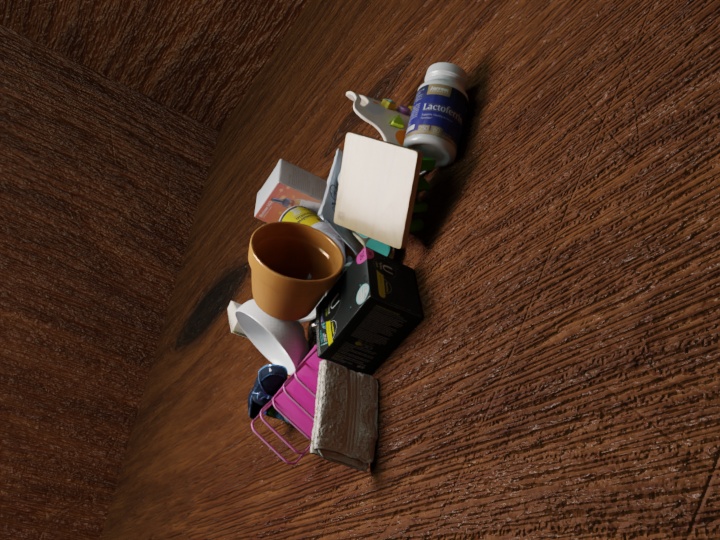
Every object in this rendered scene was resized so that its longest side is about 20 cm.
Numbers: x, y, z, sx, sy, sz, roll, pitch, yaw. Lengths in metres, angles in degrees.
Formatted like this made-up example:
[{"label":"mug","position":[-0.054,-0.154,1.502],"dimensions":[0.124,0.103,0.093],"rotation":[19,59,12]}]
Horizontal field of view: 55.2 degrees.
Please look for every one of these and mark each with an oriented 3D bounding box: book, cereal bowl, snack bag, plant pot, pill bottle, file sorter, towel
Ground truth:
[{"label":"book","position":[-0.242,0.146,1.792],"dimensions":[0.048,0.199,0.134],"rotation":[-62,24,10]},{"label":"cereal bowl","position":[-0.186,0.138,1.550],"dimensions":[0.083,0.200,0.200],"rotation":[-42,16,-22]},{"label":"snack bag","position":[-0.029,-0.157,1.648],"dimensions":[0.021,0.189,0.201],"rotation":[-6,56,32]},{"label":"plant pot","position":[-0.149,0.011,1.460],"dimensions":[0.201,0.199,0.140],"rotation":[-100,25,-51]},{"label":"pill bottle","position":[-0.129,-0.090,1.838],"dimensions":[0.200,0.112,0.112],"rotation":[35,102,45]},{"label":"file sorter","position":[-0.115,0.283,1.426],"dimensions":[0.200,0.139,0.125],"rotation":[-51,-6,31]},{"label":"towel","position":[-0.028,0.274,1.315],"dimensions":[0.034,0.132,0.201],"rotation":[-41,35,42]},{"label":"pill bottle","position":[0.166,-0.334,1.474],"dimensions":[0.116,0.115,0.201],"rotation":[-18,53,59]}]

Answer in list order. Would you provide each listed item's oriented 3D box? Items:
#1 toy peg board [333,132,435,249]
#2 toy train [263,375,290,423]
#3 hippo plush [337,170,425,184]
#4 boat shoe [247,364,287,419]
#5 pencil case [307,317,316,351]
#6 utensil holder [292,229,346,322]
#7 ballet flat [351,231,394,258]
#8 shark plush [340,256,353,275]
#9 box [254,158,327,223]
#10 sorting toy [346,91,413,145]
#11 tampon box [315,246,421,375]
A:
[{"label":"toy peg board","position":[0.058,-0.173,1.459],"dimensions":[0.199,0.098,0.201],"rotation":[24,112,39]},{"label":"toy train","position":[-0.161,0.269,1.671],"dimensions":[0.115,0.084,0.201],"rotation":[8,76,55]},{"label":"hippo plush","position":[0.037,-0.201,1.568],"dimensions":[0.200,0.160,0.160],"rotation":[-46,31,38]},{"label":"boat shoe","position":[-0.209,0.283,1.577],"dimensions":[0.200,0.084,0.069],"rotation":[115,163,-50]},{"label":"pencil case","position":[-0.080,0.191,1.565],"dimensions":[0.090,0.078,0.201],"rotation":[-50,29,35]},{"label":"utensil holder","position":[-0.132,0.005,1.660],"dimensions":[0.170,0.170,0.200],"rotation":[-54,4,26]},{"label":"ballet flat","position":[0.039,-0.063,1.568],"dimensions":[0.067,0.062,0.200],"rotation":[-40,39,6]},{"label":"shark plush","position":[0.000,0.000,1.634],"dimensions":[0.083,0.091,0.200],"rotation":[-46,4,0]},{"label":"box","position":[-0.178,-0.194,1.961],"dimensions":[0.152,0.199,0.107],"rotation":[-48,30,37]},{"label":"sorting toy","position":[0.048,-0.374,1.676],"dimensions":[0.107,0.179,0.200],"rotation":[-56,26,22]},{"label":"tampon box","position":[0.012,0.085,1.408],"dimensions":[0.200,0.126,0.150],"rotation":[-51,28,31]}]
